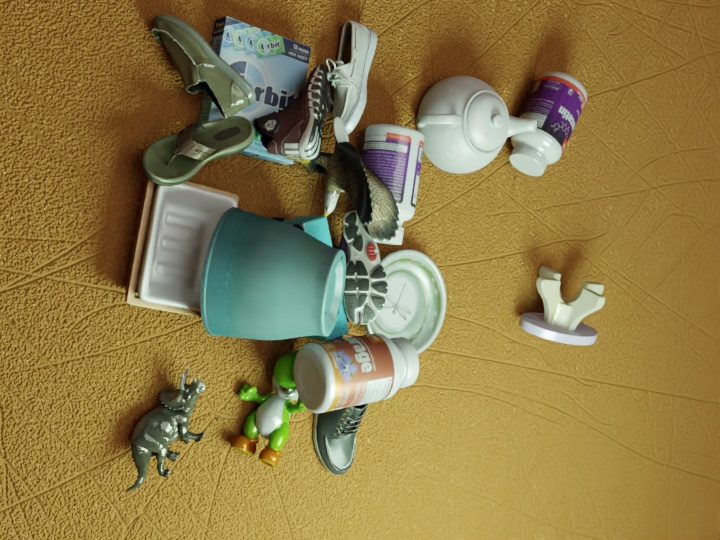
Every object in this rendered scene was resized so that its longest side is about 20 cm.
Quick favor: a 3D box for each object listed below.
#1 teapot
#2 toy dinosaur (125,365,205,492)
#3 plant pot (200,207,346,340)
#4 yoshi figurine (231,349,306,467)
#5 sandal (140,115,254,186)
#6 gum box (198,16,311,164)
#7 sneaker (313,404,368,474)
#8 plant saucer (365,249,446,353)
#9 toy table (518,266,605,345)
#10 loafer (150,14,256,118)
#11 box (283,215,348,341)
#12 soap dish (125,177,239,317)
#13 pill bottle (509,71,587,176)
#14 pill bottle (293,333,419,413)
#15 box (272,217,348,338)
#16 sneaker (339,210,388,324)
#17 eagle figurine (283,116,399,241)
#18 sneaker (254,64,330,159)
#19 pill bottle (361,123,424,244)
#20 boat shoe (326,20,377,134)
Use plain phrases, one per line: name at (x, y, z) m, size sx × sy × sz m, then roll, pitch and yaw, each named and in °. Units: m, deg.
teapot at (0.210, -0.279, 1.735) m, size 0.201 × 0.145 × 0.198 m, roll -51°, pitch 119°, yaw -21°
toy dinosaur at (-0.316, 0.258, 1.447) m, size 0.200 × 0.077 × 0.103 m, roll -47°, pitch 106°, yaw -18°
plant pot at (-0.124, 0.017, 1.409) m, size 0.200 × 0.184 × 0.204 m, roll 10°, pitch 90°, yaw -79°
yoshi figurine at (-0.141, 0.220, 1.542) m, size 0.112 × 0.111 × 0.202 m, roll 34°, pitch 71°, yaw -26°
sandal at (-0.249, -0.197, 1.396) m, size 0.200 × 0.058 × 0.080 m, roll -33°, pitch 76°, yaw -29°
gum box at (-0.175, -0.294, 1.514) m, size 0.168 × 0.044 × 0.204 m, roll 11°, pitch 86°, yaw -36°
sneaker at (-0.029, 0.274, 1.624) m, size 0.074 × 0.105 × 0.204 m, roll -11°, pitch 100°, yaw -34°
plant saucer at (0.074, 0.061, 1.719) m, size 0.197 × 0.050 × 0.204 m, roll -4°, pitch 96°, yaw -36°
toy table at (0.429, 0.077, 1.917) m, size 0.198 × 0.183 × 0.119 m, roll 1°, pitch 110°, yaw -45°
loafer at (-0.253, -0.314, 1.410) m, size 0.199 × 0.075 × 0.070 m, roll 41°, pitch 81°, yaw -1°
box at (-0.078, 0.012, 1.530) m, size 0.049 × 0.082 × 0.204 m, roll -19°, pitch 104°, yaw -33°
soap dish at (-0.283, -0.037, 1.432) m, size 0.155 × 0.081 × 0.204 m, roll 12°, pitch 87°, yaw -36°
pill bottle at (0.381, -0.300, 1.878) m, size 0.112 × 0.112 × 0.202 m, roll 37°, pitch 73°, yaw -32°
pill bottle at (-0.003, 0.165, 1.515) m, size 0.197 × 0.111 × 0.115 m, roll -6°, pitch 97°, yaw -36°
box at (-0.095, 0.021, 1.596) m, size 0.198 × 0.043 × 0.163 m, roll 29°, pitch 76°, yaw -34°
sneaker at (0.000, 0.000, 1.573) m, size 0.079 × 0.084 × 0.204 m, roll 4°, pitch 67°, yaw -13°
eagle figurine at (-0.019, -0.147, 1.526) m, size 0.151 × 0.198 × 0.153 m, roll -38°, pitch 147°, yaw -43°
sneaker at (-0.115, -0.263, 1.492) m, size 0.076 × 0.113 × 0.202 m, roll 77°, pitch 16°, yaw -47°
pill bottle at (0.049, -0.153, 1.647) m, size 0.110 × 0.111 × 0.204 m, roll 10°, pitch 87°, yaw -36°
boat shoe at (-0.031, -0.344, 1.598) m, size 0.085 × 0.074 × 0.206 m, roll 20°, pitch 80°, yaw -36°
